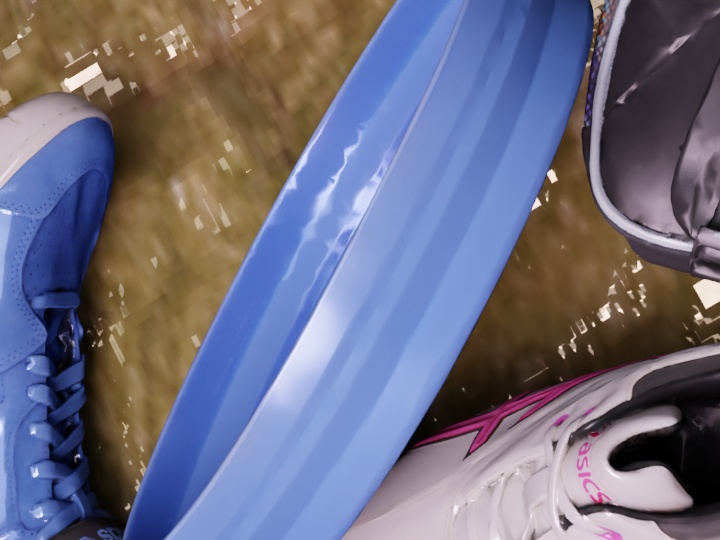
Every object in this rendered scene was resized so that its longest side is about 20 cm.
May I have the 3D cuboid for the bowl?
[{"bbox_3d":[0.000,0.000,0.774,0.039,0.201,0.201,28,93,-8],"label":"bowl"}]

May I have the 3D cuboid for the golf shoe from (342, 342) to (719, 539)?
[{"bbox_3d":[0.060,0.055,0.757,0.200,0.092,0.073,-20,65,17],"label":"golf shoe"}]

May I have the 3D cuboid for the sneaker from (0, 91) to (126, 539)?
[{"bbox_3d":[-0.091,0.056,0.849,0.111,0.077,0.200,29,97,22],"label":"sneaker"}]

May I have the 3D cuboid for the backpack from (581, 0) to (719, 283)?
[{"bbox_3d":[0.162,-0.083,0.753,0.177,0.151,0.200,13,93,16],"label":"backpack"}]
